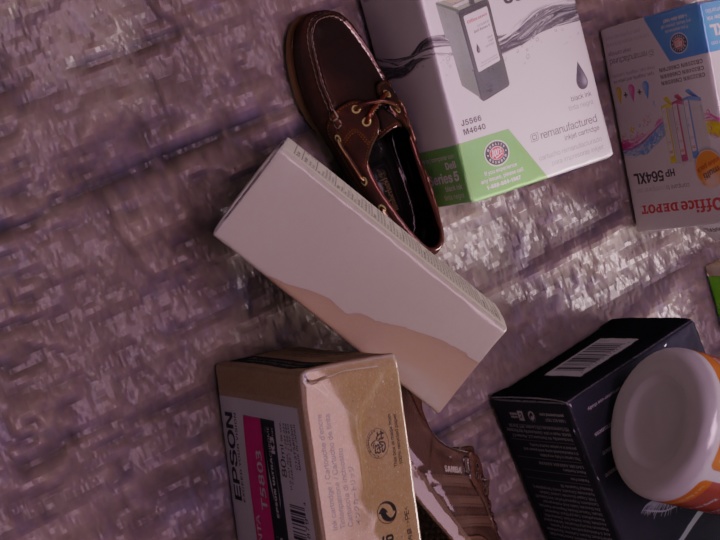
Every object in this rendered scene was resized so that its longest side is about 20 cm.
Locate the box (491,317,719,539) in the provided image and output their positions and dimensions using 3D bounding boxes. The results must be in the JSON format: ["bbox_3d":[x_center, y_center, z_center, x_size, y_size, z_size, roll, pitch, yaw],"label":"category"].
[{"bbox_3d":[0.218,0.158,1.202,0.147,0.104,0.202,-27,102,-28],"label":"box"}]

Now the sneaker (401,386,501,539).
[{"bbox_3d":[0.075,0.174,1.139,0.076,0.070,0.201,-43,109,-25],"label":"sneaker"}]

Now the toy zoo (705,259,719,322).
[{"bbox_3d":[0.387,0.069,1.351,0.130,0.020,0.202,-23,100,-29],"label":"toy zoo"}]

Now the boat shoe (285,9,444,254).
[{"bbox_3d":[0.010,-0.101,1.114,0.070,0.070,0.201,-29,101,-26],"label":"boat shoe"}]

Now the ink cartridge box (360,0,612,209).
[{"bbox_3d":[0.094,-0.163,1.155,0.145,0.084,0.202,-19,97,-29],"label":"ink cartridge box"}]

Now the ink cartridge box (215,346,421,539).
[{"bbox_3d":[-0.028,0.157,1.026,0.074,0.164,0.202,-9,92,-26],"label":"ink cartridge box"}]

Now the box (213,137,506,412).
[{"bbox_3d":[0.000,0.000,1.051,0.199,0.095,0.078,39,98,-5],"label":"box"}]

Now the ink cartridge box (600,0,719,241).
[{"bbox_3d":[0.301,-0.120,1.248,0.124,0.128,0.202,-13,94,-29],"label":"ink cartridge box"}]

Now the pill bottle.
[{"bbox_3d":[0.294,0.132,1.124,0.199,0.112,0.113,16,80,-29],"label":"pill bottle"}]
